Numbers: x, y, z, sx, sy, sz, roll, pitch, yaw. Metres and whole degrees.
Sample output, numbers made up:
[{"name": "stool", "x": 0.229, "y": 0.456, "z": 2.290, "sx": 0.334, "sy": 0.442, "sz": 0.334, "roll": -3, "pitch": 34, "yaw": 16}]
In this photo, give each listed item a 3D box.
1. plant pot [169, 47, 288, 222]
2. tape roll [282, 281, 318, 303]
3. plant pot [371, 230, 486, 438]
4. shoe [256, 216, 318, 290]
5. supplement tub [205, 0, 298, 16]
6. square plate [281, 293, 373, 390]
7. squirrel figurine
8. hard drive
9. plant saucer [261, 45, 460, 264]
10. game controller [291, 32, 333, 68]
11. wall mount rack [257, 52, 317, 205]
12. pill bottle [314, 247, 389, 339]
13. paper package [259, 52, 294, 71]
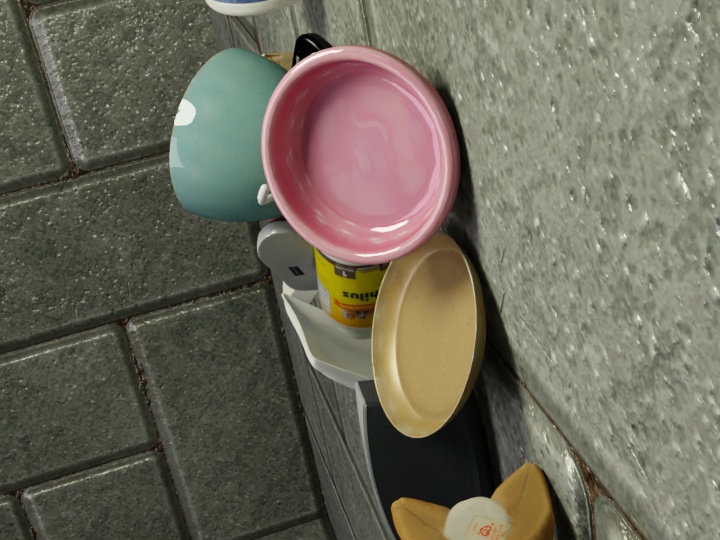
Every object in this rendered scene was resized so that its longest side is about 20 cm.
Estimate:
[{"name": "plant pot", "x": -0.104, "y": -0.140, "z": 1.220, "sx": 0.134, "sy": 0.200, "sz": 0.201, "roll": 19, "pitch": 141, "yaw": 23}, {"name": "tape roll", "x": -0.071, "y": -0.051, "z": 1.584, "sx": 0.203, "sy": 0.037, "sz": 0.204, "roll": -165, "pitch": 90, "yaw": -78}, {"name": "plant pot", "x": 0.068, "y": 0.061, "z": 1.034, "sx": 0.200, "sy": 0.027, "sz": 0.202, "roll": -21, "pitch": 66, "yaw": 60}, {"name": "shoe", "x": -0.085, "y": -0.048, "z": 1.343, "sx": 0.200, "sy": 0.071, "sz": 0.092, "roll": 64, "pitch": -158, "yaw": -68}, {"name": "supplement tub", "x": -0.144, "y": -0.438, "z": 1.331, "sx": 0.145, "sy": 0.144, "sz": 0.201, "roll": -117, "pitch": 15, "yaw": -52}, {"name": "square plate", "x": -0.004, "y": 0.113, "z": 1.354, "sx": 0.029, "sy": 0.199, "sz": 0.198, "roll": -58, "pitch": 24, "yaw": 12}, {"name": "squirrel figurine", "x": 0.132, "y": 0.305, "z": 0.948, "sx": 0.200, "sy": 0.141, "sz": 0.188, "roll": -114, "pitch": 6, "yaw": -55}, {"name": "hard drive", "x": 0.070, "y": 0.206, "z": 1.135, "sx": 0.042, "sy": 0.134, "sz": 0.201, "roll": -71, "pitch": -29, "yaw": -63}, {"name": "plant saucer", "x": 0.004, "y": -0.108, "z": 0.983, "sx": 0.051, "sy": 0.199, "sz": 0.202, "roll": -32, "pitch": -68, "yaw": -56}, {"name": "game controller", "x": -0.045, "y": -0.201, "z": 1.269, "sx": 0.104, "sy": 0.042, "sz": 0.200, "roll": 37, "pitch": 157, "yaw": 7}, {"name": "wall mount rack", "x": -0.016, "y": -0.113, "z": 1.060, "sx": 0.199, "sy": 0.074, "sz": 0.175, "roll": 33, "pitch": 117, "yaw": 14}, {"name": "pill bottle", "x": 0.000, "y": 0.000, "z": 1.304, "sx": 0.201, "sy": 0.108, "sz": 0.110, "roll": 87, "pitch": 165, "yaw": -55}, {"name": "paper package", "x": -0.108, "y": -0.212, "z": 1.520, "sx": 0.200, "sy": 0.103, "sz": 0.192, "roll": -141, "pitch": 50, "yaw": -74}]
